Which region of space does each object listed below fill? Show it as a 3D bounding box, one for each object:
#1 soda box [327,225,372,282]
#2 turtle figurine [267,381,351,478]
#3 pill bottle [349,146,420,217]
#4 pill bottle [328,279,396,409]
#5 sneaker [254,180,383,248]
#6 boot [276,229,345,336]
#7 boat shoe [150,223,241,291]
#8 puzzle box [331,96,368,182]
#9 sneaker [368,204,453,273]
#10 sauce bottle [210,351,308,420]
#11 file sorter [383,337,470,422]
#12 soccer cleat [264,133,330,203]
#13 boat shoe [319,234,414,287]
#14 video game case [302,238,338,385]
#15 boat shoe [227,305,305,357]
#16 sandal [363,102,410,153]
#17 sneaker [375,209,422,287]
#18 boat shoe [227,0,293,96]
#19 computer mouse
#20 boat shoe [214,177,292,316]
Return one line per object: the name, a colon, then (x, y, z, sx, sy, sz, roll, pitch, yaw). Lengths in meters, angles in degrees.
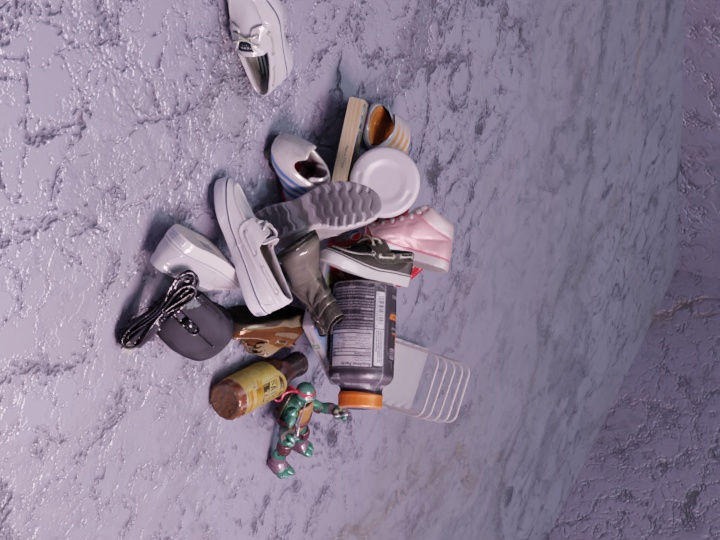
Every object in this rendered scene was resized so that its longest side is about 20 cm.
soda box: (0.000, 0.000, 1.805, 0.200, 0.063, 0.070, 64, 30, -57)
turtle figurine: (-0.093, 0.248, 1.776, 0.149, 0.101, 0.200, -20, 145, -37)
pill bottle: (0.041, -0.143, 1.757, 0.200, 0.111, 0.112, -62, 165, -85)
pill bottle: (0.003, 0.121, 1.723, 0.106, 0.106, 0.201, 22, 69, -62)
sneaker: (-0.062, -0.081, 1.613, 0.082, 0.199, 0.075, 53, 28, -72)
boot: (-0.062, 0.023, 1.575, 0.068, 0.131, 0.200, -34, 172, -14)
boat shoe: (-0.220, -0.002, 1.471, 0.069, 0.072, 0.200, -44, 163, 3)
puzzle box: (-0.023, -0.174, 1.723, 0.133, 0.025, 0.201, -66, 168, -83)
sneaker: (0.067, -0.071, 1.846, 0.075, 0.199, 0.105, 138, -32, -80)
sauce bottle: (-0.151, 0.173, 1.682, 0.200, 0.066, 0.066, -25, 126, -54)
file sorter: (0.121, 0.224, 2.147, 0.200, 0.124, 0.139, 24, 83, -63)
soccer cleat: (-0.079, -0.127, 1.636, 0.070, 0.086, 0.200, -61, 150, -24)
boat shoe: (0.012, -0.022, 1.664, 0.200, 0.071, 0.064, 13, 95, -52)
video game case: (-0.048, 0.058, 1.783, 0.182, 0.022, 0.201, 69, 25, -51)
boat shoe: (-0.144, 0.097, 1.647, 0.200, 0.075, 0.074, -1, 109, -61)
sandal: (0.063, -0.227, 1.861, 0.207, 0.059, 0.080, 36, 65, -65)
sneaker: (0.083, -0.065, 1.920, 0.078, 0.115, 0.201, 0, 110, -79)
boat shoe: (-0.138, -0.313, 1.443, 0.067, 0.073, 0.200, -64, 151, -25)
computer mouse: (-0.229, 0.083, 1.464, 0.138, 0.053, 0.200, -44, 156, 3)
boat shoe: (-0.145, -0.040, 1.497, 0.074, 0.065, 0.201, -16, 87, -73)
